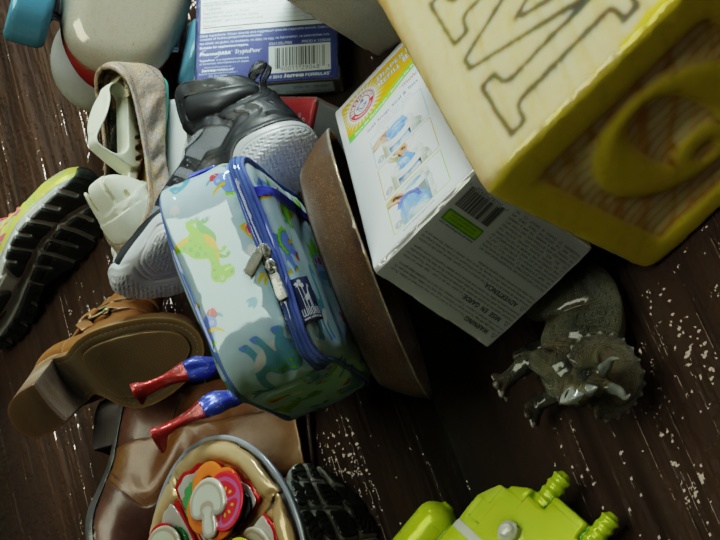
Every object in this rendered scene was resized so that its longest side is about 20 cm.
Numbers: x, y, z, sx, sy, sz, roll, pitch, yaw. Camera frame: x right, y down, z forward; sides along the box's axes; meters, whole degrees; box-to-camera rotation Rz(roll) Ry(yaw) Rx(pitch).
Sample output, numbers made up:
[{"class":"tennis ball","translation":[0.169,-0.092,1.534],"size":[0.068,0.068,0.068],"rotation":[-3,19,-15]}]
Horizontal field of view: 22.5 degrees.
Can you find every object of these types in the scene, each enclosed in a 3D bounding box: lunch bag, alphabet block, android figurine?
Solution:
[{"class":"lunch bag","translation":[-0.062,0.012,1.233],"size":[0.082,0.200,0.162],"rotation":[-24,74,7]},{"class":"alphabet block","translation":[0.161,-0.155,1.171],"size":[0.196,0.195,0.201],"rotation":[-45,49,24]},{"class":"android figurine","translation":[0.088,0.224,1.180],"size":[0.200,0.041,0.182],"rotation":[-49,53,2]}]

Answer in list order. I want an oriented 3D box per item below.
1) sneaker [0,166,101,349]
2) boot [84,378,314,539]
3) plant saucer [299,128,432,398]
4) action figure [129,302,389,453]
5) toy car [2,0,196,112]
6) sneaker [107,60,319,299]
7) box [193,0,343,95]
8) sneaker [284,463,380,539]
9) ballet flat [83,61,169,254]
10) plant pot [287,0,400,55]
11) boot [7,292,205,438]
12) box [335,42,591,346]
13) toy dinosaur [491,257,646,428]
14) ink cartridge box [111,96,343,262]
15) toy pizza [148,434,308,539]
[{"class":"sneaker","translation":[-0.308,-0.026,1.634],"size":[0.200,0.078,0.090],"rotation":[-49,47,19]},{"class":"boot","translation":[-0.116,0.169,1.417],"size":[0.199,0.068,0.189],"rotation":[-14,61,29]},{"class":"plant saucer","translation":[0.000,0.000,1.260],"size":[0.034,0.200,0.201],"rotation":[-20,58,4]},{"class":"action figure","translation":[-0.069,0.068,1.348],"size":[0.199,0.052,0.066],"rotation":[-25,69,-3]},{"class":"toy car","translation":[-0.218,-0.213,1.586],"size":[0.200,0.183,0.178],"rotation":[129,151,-62]},{"class":"sneaker","translation":[-0.121,-0.070,1.366],"size":[0.200,0.075,0.114],"rotation":[-39,53,18]},{"class":"box","translation":[-0.075,-0.238,1.487],"size":[0.120,0.032,0.201],"rotation":[-3,71,7]},{"class":"sneaker","translation":[-0.029,0.232,1.289],"size":[0.085,0.077,0.201],"rotation":[-41,51,31]},{"class":"ballet flat","translation":[-0.187,-0.076,1.430],"size":[0.068,0.067,0.201],"rotation":[-27,59,35]},{"class":"plant pot","translation":[-0.013,-0.284,1.360],"size":[0.177,0.200,0.200],"rotation":[-55,47,8]},{"class":"boot","translation":[-0.185,0.051,1.462],"size":[0.199,0.074,0.155],"rotation":[-21,18,29]},{"class":"box","translation":[0.066,-0.064,1.243],"size":[0.101,0.112,0.200],"rotation":[-44,32,21]},{"class":"toy dinosaur","translation":[0.142,0.042,1.210],"size":[0.102,0.077,0.201],"rotation":[-24,35,24]},{"class":"ink cartridge box","translation":[-0.094,-0.058,1.443],"size":[0.199,0.084,0.145],"rotation":[5,79,42]},{"class":"toy pizza","translation":[-0.104,0.221,1.311],"size":[0.200,0.032,0.202],"rotation":[-1,88,50]}]
